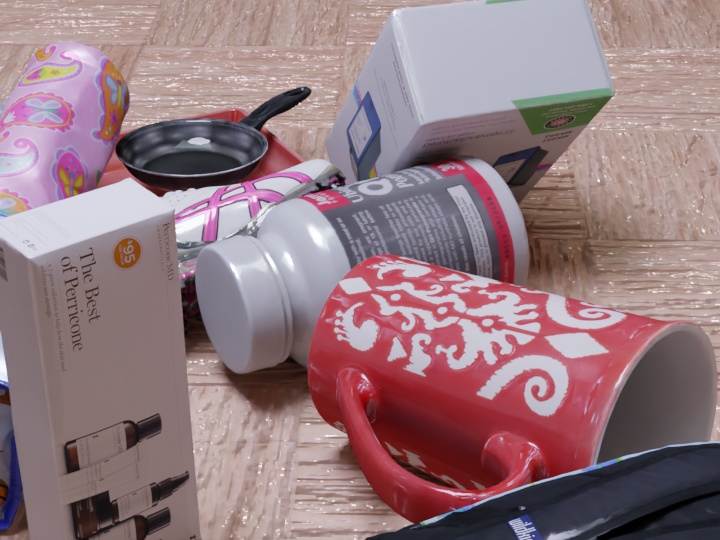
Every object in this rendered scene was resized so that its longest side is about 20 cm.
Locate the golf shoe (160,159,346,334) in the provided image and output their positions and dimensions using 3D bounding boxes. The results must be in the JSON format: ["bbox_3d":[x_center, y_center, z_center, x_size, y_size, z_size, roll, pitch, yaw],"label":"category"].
[{"bbox_3d":[-0.097,-0.032,1.011,0.199,0.073,0.092,-32,64,-30],"label":"golf shoe"}]

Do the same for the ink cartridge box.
[{"bbox_3d":[0.071,-0.108,1.064,0.144,0.200,0.088,-10,75,-18],"label":"ink cartridge box"}]

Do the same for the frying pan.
[{"bbox_3d":[-0.117,-0.103,1.154,0.114,0.031,0.190,7,27,13],"label":"frying pan"}]

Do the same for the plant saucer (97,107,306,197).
[{"bbox_3d":[-0.140,-0.056,1.140,0.198,0.037,0.200,-15,33,-25],"label":"plant saucer"}]

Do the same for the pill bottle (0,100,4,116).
[{"bbox_3d":[-0.340,-0.110,1.158,0.113,0.115,0.199,-22,35,-33],"label":"pill bottle"}]

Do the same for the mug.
[{"bbox_3d":[0.066,0.063,0.811,0.199,0.135,0.177,19,4,37],"label":"mug"}]

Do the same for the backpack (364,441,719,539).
[{"bbox_3d":[0.127,0.156,0.670,0.199,0.155,0.163,-30,34,-8],"label":"backpack"}]

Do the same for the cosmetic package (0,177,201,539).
[{"bbox_3d":[-0.131,0.062,0.757,0.082,0.202,0.050,-23,35,-34],"label":"cosmetic package"}]

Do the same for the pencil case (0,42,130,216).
[{"bbox_3d":[-0.225,-0.069,1.046,0.087,0.088,0.201,5,49,10],"label":"pencil case"}]

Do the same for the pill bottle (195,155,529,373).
[{"bbox_3d":[0.000,0.000,0.959,0.199,0.112,0.111,-17,33,-27],"label":"pill bottle"}]

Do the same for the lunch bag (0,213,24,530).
[{"bbox_3d":[-0.263,0.041,0.865,0.198,0.125,0.170,17,29,-2],"label":"lunch bag"}]
